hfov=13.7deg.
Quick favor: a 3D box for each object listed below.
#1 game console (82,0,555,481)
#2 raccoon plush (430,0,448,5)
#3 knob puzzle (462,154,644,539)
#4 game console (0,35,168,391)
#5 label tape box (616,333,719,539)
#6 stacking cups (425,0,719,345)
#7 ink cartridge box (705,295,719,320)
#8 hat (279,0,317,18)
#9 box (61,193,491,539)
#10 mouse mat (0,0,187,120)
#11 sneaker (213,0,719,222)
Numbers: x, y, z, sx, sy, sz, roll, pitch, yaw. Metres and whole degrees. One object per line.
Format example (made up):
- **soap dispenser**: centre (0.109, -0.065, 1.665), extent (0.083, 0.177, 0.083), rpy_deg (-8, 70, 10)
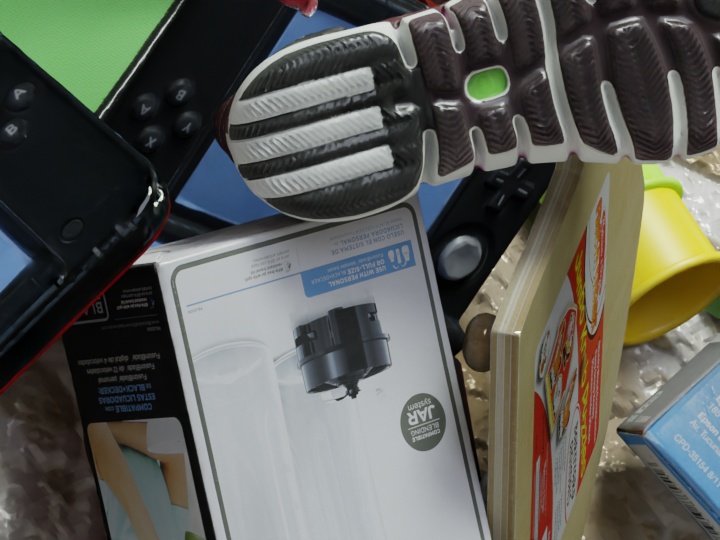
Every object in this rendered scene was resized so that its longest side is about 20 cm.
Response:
- **game console**: centre (0.000, 0.000, 1.050), extent (0.200, 0.173, 0.119), rpy_deg (21, 18, -43)
- **raccoon plush**: centre (-0.002, -0.183, 1.107), extent (0.134, 0.097, 0.200), rpy_deg (-37, 116, -54)
- **knob puzzle**: centre (0.066, 0.028, 1.067), extent (0.030, 0.220, 0.220), rpy_deg (9, 43, 14)
- **game console**: centre (-0.190, -0.019, 0.882), extent (0.172, 0.200, 0.119), rpy_deg (40, -8, 42)
- **label tape box**: centre (0.221, 0.049, 1.140), extent (0.200, 0.063, 0.144), rpy_deg (-41, 91, -6)
- **stacking cups**: centre (0.077, -0.063, 1.233), extent (0.060, 0.061, 0.200), rpy_deg (-10, 58, -39)
- **ink cartridge box**: centre (0.210, 0.002, 1.260), extent (0.104, 0.059, 0.200), rpy_deg (36, 45, -5)
- **hat**: centre (-0.085, -0.205, 0.988), extent (0.166, 0.176, 0.200), rpy_deg (-53, 134, -48)
- **box**: centre (-0.019, 0.084, 0.968), extent (0.117, 0.060, 0.200), rpy_deg (-15, 96, -41)
- **mouse mat**: centre (-0.138, -0.099, 1.026), extent (0.161, 0.200, 0.008), rpy_deg (-58, 141, -33)
- **sneaker**: centre (0.042, -0.069, 0.986), extent (0.200, 0.116, 0.076), rpy_deg (-11, 98, -15)
